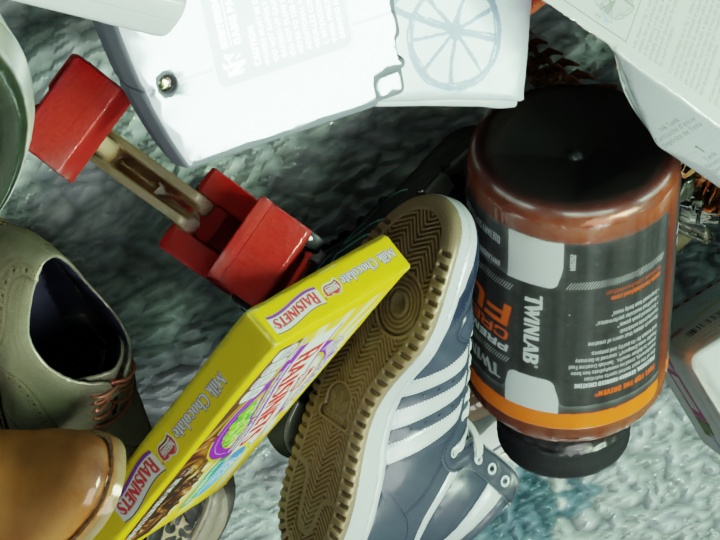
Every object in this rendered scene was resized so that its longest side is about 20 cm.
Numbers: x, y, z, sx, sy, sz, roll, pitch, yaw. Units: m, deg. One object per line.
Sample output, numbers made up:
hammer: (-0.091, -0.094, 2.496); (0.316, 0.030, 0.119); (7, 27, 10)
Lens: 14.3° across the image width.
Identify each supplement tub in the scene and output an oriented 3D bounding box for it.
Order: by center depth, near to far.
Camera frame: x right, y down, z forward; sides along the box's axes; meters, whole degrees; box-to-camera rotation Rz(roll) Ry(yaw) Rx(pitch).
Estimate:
supplement tub: (0.105, 0.012, 1.445); (0.107, 0.107, 0.200); (-18, 134, -18)

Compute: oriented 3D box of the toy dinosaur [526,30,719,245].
toy dinosaur: (0.165, -0.070, 1.460); (0.200, 0.102, 0.136); (10, 139, -24)

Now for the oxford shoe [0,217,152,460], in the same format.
oxford shoe: (-0.139, 0.058, 1.399); (0.071, 0.074, 0.200); (-53, 135, -24)

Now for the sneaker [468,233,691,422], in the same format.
sneaker: (0.095, -0.004, 1.546); (0.200, 0.070, 0.076); (-42, 122, 1)

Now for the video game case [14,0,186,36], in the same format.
video game case: (-0.182, -0.168, 1.101); (0.200, 0.182, 0.023); (11, 124, -40)

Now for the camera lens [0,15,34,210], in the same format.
camera lens: (-0.229, -0.093, 1.130); (0.160, 0.200, 0.160); (-18, 137, -17)

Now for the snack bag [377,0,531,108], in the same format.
snack bag: (-0.007, -0.160, 1.292); (0.200, 0.021, 0.189); (-4, 107, -26)

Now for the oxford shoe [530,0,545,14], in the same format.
oxford shoe: (0.020, -0.125, 1.381); (0.200, 0.071, 0.073); (-23, 166, -16)

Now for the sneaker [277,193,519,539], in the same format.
sneaker: (0.037, 0.057, 1.429); (0.108, 0.070, 0.200); (6, 113, -39)

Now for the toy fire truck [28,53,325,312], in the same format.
toy fire truck: (-0.087, -0.034, 1.355); (0.049, 0.141, 0.200); (-54, 178, -3)

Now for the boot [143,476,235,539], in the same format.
boot: (-0.170, 0.166, 1.517); (0.150, 0.073, 0.200); (16, 115, -43)

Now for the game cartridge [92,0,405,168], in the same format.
game cartridge: (-0.059, -0.152, 1.237); (0.133, 0.040, 0.200); (-20, 113, -24)

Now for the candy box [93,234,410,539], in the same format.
candy box: (-0.059, 0.063, 1.368); (0.102, 0.026, 0.200); (-33, 168, -45)

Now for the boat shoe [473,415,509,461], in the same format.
boat shoe: (0.062, 0.089, 1.603); (0.200, 0.071, 0.070); (-30, 137, -15)

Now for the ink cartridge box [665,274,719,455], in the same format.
ink cartridge box: (0.243, 0.035, 1.568); (0.144, 0.200, 0.085); (-32, 95, 0)

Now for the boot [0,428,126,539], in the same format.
boot: (-0.222, 0.084, 1.352); (0.155, 0.200, 0.077); (38, 60, -41)

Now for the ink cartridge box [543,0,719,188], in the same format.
ink cartridge box: (0.153, -0.138, 1.351); (0.200, 0.162, 0.050); (31, 149, -16)

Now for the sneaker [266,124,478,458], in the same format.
sneaker: (0.000, 0.000, 1.474); (0.200, 0.079, 0.075); (-51, 135, -9)
